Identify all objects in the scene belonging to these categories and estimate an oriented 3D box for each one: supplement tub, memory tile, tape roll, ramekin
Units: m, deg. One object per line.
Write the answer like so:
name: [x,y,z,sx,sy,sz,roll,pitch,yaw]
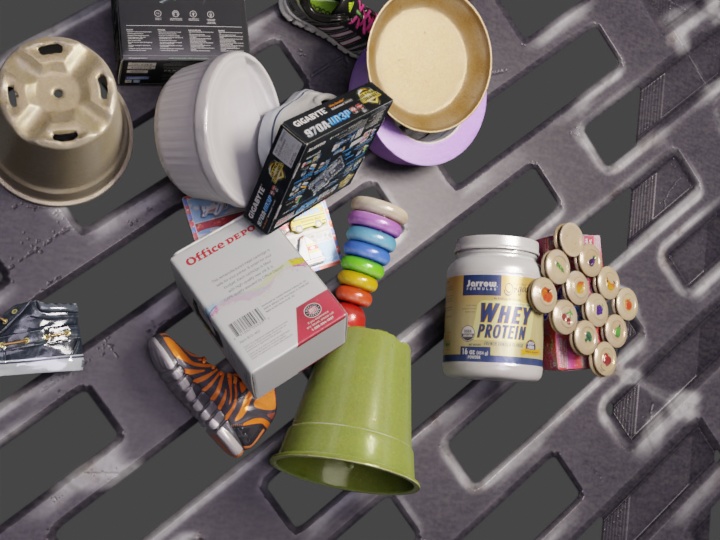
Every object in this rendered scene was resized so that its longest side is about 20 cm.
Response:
supplement tub: [0.193,0.057,1.288,0.144,0.144,0.201,6,81,-18]
memory tile: [0.326,0.042,1.284,0.200,0.017,0.154,43,61,-23]
tape roll: [0.084,-0.255,1.304,0.199,0.066,0.201,-5,100,-26]
ramekin: [-0.186,-0.181,1.168,0.094,0.202,0.204,0,81,23]

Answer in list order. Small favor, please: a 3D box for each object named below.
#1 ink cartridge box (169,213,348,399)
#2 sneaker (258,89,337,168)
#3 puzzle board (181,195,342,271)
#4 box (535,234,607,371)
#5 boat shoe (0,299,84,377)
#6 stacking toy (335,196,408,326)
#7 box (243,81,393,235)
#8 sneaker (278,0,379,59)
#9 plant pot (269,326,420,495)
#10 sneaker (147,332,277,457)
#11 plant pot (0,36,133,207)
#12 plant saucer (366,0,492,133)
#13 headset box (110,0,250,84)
ink cartridge box: [-0.131,0.038,1.152,0.145,0.083,0.200,-31,65,-18]
sneaker: [-0.080,-0.197,1.210,0.200,0.070,0.073,-65,148,-50]
puzzle board: [-0.135,-0.056,1.255,0.199,0.017,0.151,-17,89,-20]
box: [0.306,0.051,1.352,0.095,0.100,0.201,-1,84,-19]
boat shoe: [-0.448,0.087,1.105,0.199,0.071,0.091,-2,83,-26]
stacking toy: [0.000,0.000,1.270,0.085,0.085,0.201,19,84,-16]
box: [-0.053,-0.149,1.167,0.046,0.159,0.200,40,42,12]
sneaker: [-0.018,-0.370,1.296,0.199,0.087,0.074,21,77,-16]
plant pot: [-0.006,0.184,1.197,0.199,0.200,0.191,18,65,-16]
sneaker: [-0.189,0.142,1.189,0.112,0.077,0.200,-42,108,-23]
plant pot: [-0.375,-0.194,1.100,0.199,0.183,0.202,2,82,-18]
plant saucer: [0.091,-0.293,1.245,0.199,0.035,0.201,-4,99,-25]
headset box: [-0.249,-0.364,1.211,0.173,0.093,0.201,-5,84,-19]
